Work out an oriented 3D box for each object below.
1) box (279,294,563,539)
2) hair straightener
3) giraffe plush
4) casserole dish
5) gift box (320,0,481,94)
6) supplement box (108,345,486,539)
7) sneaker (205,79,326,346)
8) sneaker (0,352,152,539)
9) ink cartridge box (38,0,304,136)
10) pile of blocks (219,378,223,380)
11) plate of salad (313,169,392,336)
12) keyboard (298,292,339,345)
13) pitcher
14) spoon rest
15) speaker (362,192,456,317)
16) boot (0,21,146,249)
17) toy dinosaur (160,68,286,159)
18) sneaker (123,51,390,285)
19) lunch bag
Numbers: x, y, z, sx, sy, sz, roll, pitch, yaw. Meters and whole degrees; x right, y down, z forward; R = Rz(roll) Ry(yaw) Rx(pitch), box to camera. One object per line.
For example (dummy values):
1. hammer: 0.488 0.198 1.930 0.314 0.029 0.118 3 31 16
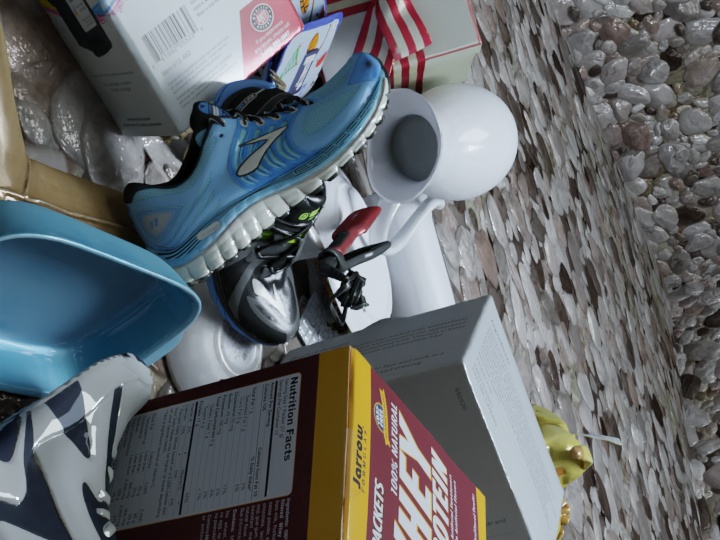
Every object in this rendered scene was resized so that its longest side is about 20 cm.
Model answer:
1. box: 0.040 0.153 0.891 0.201 0.198 0.131 67 23 -15
2. hair straightener: 0.000 0.000 0.939 0.200 0.041 0.077 -65 139 -75
3. giraffe plush: 0.186 0.251 1.264 0.172 0.199 0.163 -13 116 -71
4. casserole dish: -0.175 0.017 0.596 0.200 0.121 0.039 30 30 -59
5. gift box: 0.011 -0.257 1.122 0.187 0.199 0.185 83 -14 -85
6. supplement box: -0.049 0.173 0.662 0.197 0.199 0.133 51 31 -43
7. sneaker: -0.066 -0.035 0.783 0.071 0.082 0.201 -31 125 -55
8. sneaker: -0.153 0.134 0.572 0.130 0.079 0.199 59 24 -4
9. ink cartridge box: -0.151 -0.219 0.775 0.146 0.083 0.200 -46 122 -29
10. pile of blocks: -0.055 0.139 0.802 0.200 0.082 0.062 52 51 -31
11. plate of salad: -0.016 -0.011 1.067 0.200 0.048 0.201 -15 90 -75
12. keyboard: -0.010 0.116 1.050 0.201 0.011 0.056 63 24 -25
13. pitcher: 0.077 -0.106 1.122 0.200 0.121 0.172 -19 130 -58
14. spoon rest: -0.095 0.033 0.864 0.100 0.060 0.200 62 38 -24
15. speaker: 0.057 0.007 1.196 0.081 0.081 0.201 -5 79 -68
16. boot: -0.191 -0.056 0.673 0.200 0.066 0.176 24 65 -61
17. toy dinosaur: -0.094 -0.110 0.892 0.058 0.101 0.200 61 14 25
18. sneaker: -0.065 -0.081 0.696 0.090 0.200 0.078 52 -12 -12
19. lunch bag: -0.093 -0.232 0.959 0.170 0.123 0.201 -51 138 -65
